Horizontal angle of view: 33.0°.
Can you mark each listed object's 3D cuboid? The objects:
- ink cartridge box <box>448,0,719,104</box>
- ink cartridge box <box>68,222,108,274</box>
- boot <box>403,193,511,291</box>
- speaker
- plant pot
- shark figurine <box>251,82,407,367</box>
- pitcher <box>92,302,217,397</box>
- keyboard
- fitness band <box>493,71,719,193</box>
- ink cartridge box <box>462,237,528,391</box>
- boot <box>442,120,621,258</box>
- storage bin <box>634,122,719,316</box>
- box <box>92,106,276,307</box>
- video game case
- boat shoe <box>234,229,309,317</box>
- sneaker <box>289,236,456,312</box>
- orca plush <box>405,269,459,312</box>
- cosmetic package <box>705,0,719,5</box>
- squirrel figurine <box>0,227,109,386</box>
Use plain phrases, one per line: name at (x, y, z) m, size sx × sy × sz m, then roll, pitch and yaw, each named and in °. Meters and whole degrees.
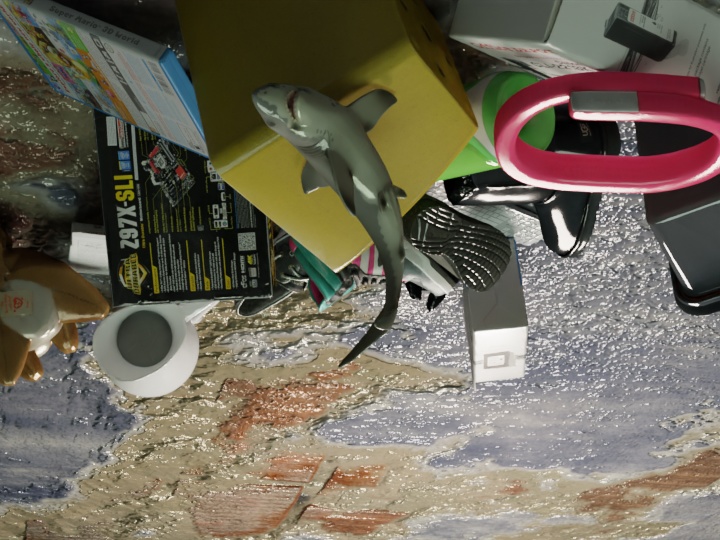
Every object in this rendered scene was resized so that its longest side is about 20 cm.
ink cartridge box at (0.194, -0.196, 1.005) m, size 0.198 × 0.085 × 0.144 m, roll 18°, pitch -177°, yaw -31°
ink cartridge box at (-0.229, -0.031, 1.303) m, size 0.160 × 0.058 × 0.200 m, roll 5°, pitch 164°, yaw -13°
boot at (0.072, -0.055, 1.290) m, size 0.068 × 0.130 × 0.199 m, roll -54°, pitch 140°, yaw 5°
speaker at (0.084, -0.127, 1.128) m, size 0.088 × 0.090 × 0.199 m, roll 19°, pitch 164°, yaw -34°
plant pot at (-0.016, -0.155, 1.028) m, size 0.175 × 0.202 × 0.200 m, roll -28°, pitch 144°, yaw 16°
shark figurine at (-0.012, -0.049, 0.926) m, size 0.089 × 0.217 × 0.128 m, roll -14°, pitch -166°, yaw 43°
pitcher at (-0.233, 0.075, 1.462) m, size 0.170 × 0.122 × 0.200 m, roll -30°, pitch 175°, yaw -10°
keyboard at (0.137, -0.066, 1.370) m, size 0.198 × 0.011 × 0.056 m, roll 19°, pitch 144°, yaw -33°
fitness band at (0.207, -0.109, 0.987) m, size 0.197 × 0.038 × 0.144 m, roll 3°, pitch 158°, yaw -3°
ink cartridge box at (0.163, 0.059, 1.484) m, size 0.066 × 0.117 × 0.201 m, roll -7°, pitch 154°, yaw 2°
boot at (0.165, -0.086, 1.267) m, size 0.165 × 0.077 × 0.201 m, roll -2°, pitch 145°, yaw -8°
storage bin at (0.342, -0.084, 1.186) m, size 0.144 × 0.202 × 0.134 m, roll -20°, pitch 138°, yaw 27°
box at (-0.166, -0.070, 1.163) m, size 0.157 × 0.203 × 0.049 m, roll -3°, pitch -167°, yaw 2°
video game case at (-0.215, -0.169, 1.034) m, size 0.198 × 0.018 × 0.144 m, roll 24°, pitch 161°, yaw 24°
boat shoe at (-0.075, -0.005, 1.392) m, size 0.071 × 0.072 × 0.199 m, roll 21°, pitch 140°, yaw -34°
sneaker at (0.000, 0.000, 1.314) m, size 0.199 × 0.084 × 0.121 m, roll 35°, pitch 98°, yaw -21°
orca plush at (0.055, 0.010, 1.433) m, size 0.104 × 0.072 × 0.200 m, roll -12°, pitch 149°, yaw 16°
cosmetic package at (0.230, -0.287, 0.927) m, size 0.198 × 0.072 × 0.101 m, roll 13°, pitch 147°, yaw -28°
squirrel figurine at (-0.402, 0.028, 1.379) m, size 0.200 × 0.142 × 0.186 m, roll 48°, pitch 164°, yaw -9°
